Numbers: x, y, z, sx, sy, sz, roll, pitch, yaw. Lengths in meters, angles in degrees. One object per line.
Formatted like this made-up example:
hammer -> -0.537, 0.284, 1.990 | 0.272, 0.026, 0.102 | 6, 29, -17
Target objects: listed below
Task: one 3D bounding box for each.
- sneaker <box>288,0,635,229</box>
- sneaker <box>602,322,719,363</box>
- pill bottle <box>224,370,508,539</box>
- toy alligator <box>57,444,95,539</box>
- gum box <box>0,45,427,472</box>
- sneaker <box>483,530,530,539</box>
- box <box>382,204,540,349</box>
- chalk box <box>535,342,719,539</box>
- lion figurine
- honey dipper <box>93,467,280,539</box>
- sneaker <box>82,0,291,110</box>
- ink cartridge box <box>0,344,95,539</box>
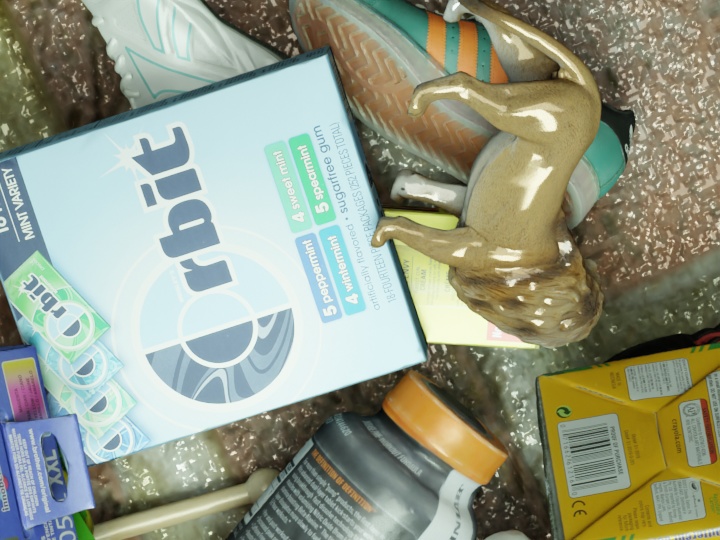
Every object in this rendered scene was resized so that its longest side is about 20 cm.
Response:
sneaker -> 0.056, -0.103, 1.448 | 0.200, 0.071, 0.080 | 36, 56, 10
sneaker -> 0.201, 0.073, 1.456 | 0.200, 0.074, 0.087 | -21, 99, 4
pill bottle -> -0.009, 0.150, 1.448 | 0.106, 0.106, 0.200 | 40, 95, -3
toy alligator -> -0.170, 0.139, 1.438 | 0.054, 0.059, 0.200 | -24, 61, -5
gum box -> -0.084, -0.005, 1.413 | 0.199, 0.045, 0.170 | -17, 99, 5
sneaker -> 0.027, 0.241, 1.423 | 0.146, 0.081, 0.201 | -13, 125, -31
box -> 0.000, 0.000, 1.461 | 0.199, 0.050, 0.076 | 5, 96, 0
chalk box -> 0.171, 0.152, 1.414 | 0.124, 0.125, 0.200 | -11, 135, 7
lion figurine -> 0.080, -0.049, 1.353 | 0.122, 0.073, 0.200 | 18, 133, 5
honey dipper -> -0.137, 0.144, 1.485 | 0.199, 0.038, 0.038 | -15, 95, 1
sneaker -> -0.107, -0.118, 1.442 | 0.200, 0.070, 0.080 | 39, 98, -4
ink cartridge box -> -0.223, 0.119, 1.402 | 0.200, 0.076, 0.137 | -16, 84, 42
